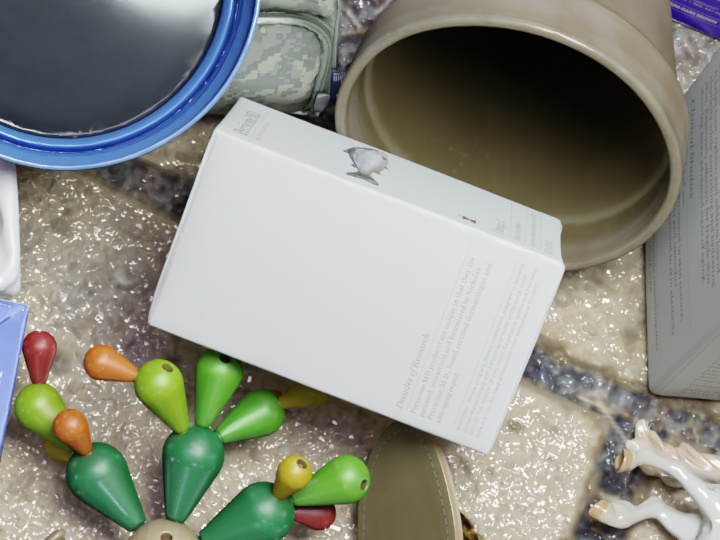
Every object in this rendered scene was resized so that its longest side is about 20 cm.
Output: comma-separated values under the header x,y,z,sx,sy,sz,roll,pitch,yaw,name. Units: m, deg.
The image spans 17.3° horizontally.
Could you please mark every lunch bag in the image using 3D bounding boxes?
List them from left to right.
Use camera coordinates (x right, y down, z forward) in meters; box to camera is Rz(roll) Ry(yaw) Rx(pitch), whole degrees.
x,y,z,sx,sy,sz,roll,pitch,yaw,name
-0.103,-0.166,1.345,0.199,0.168,0.140,-3,35,-11,lunch bag

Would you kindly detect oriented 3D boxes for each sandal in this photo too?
x,y,z,sx,sy,sz,roll,pitch,yaw,name
0.054,0.189,1.308,0.069,0.077,0.213,3,75,-43,sandal

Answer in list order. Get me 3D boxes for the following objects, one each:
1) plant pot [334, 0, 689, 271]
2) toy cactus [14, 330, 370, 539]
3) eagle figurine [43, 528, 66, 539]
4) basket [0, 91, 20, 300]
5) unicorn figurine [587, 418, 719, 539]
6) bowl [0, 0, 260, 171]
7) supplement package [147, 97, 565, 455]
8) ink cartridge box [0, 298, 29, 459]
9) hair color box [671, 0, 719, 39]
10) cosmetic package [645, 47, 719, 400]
x,y,z,sx,sy,sz,roll,pitch,yaw,name
0.103,-0.127,1.367,0.199,0.200,0.174,22,50,-3,plant pot
-0.101,0.121,1.289,0.199,0.102,0.166,15,87,-8,toy cactus
-0.141,0.238,1.205,0.151,0.152,0.200,-22,72,-31,eagle figurine
-0.260,-0.060,1.292,0.135,0.123,0.201,-3,71,-12,basket
0.192,0.181,1.318,0.137,0.074,0.201,23,62,-14,unicorn figurine
-0.152,-0.152,1.223,0.200,0.039,0.202,-1,95,-10,bowl
0.000,0.000,1.298,0.199,0.117,0.118,21,104,-1,supplement package
-0.204,0.087,1.208,0.044,0.200,0.094,12,69,-7,ink cartridge box
0.240,-0.232,1.407,0.065,0.200,0.110,22,68,-2,hair color box
0.267,-0.027,1.341,0.166,0.200,0.168,6,71,-9,cosmetic package
